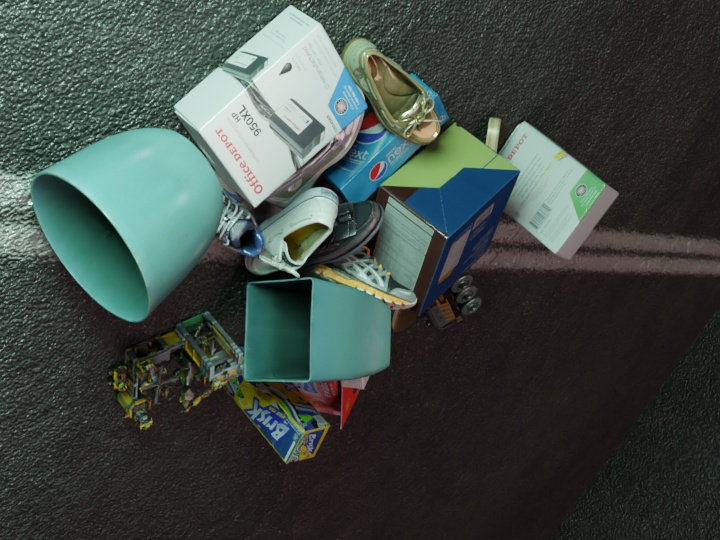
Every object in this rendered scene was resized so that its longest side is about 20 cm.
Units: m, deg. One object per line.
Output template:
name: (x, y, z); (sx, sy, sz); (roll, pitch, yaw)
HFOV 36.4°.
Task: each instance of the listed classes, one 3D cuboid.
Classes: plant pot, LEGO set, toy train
plant pot: (-0.052, 0.095, 1.611); (0.198, 0.140, 0.144); (9, 81, -48)
LEGO set: (-0.256, 0.163, 1.602); (0.198, 0.116, 0.155); (-17, 139, -40)
plant pot: (-0.256, -0.070, 1.270); (0.161, 0.199, 0.202); (-42, 152, -32)
toy train: (0.152, 0.041, 2.018); (0.113, 0.086, 0.200); (-32, 151, 0)

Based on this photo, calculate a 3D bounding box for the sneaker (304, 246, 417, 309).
sneaker: (0.000, 0.000, 1.678); (0.078, 0.197, 0.078); (128, -13, -75)

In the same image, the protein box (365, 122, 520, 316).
protein box: (0.120, -0.079, 1.713); (0.198, 0.134, 0.201); (-41, 160, -33)

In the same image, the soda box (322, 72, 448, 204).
soda box: (0.033, -0.189, 1.608); (0.200, 0.064, 0.068); (-45, 149, -4)

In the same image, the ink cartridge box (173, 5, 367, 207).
ink cartridge box: (-0.110, -0.202, 1.363); (0.200, 0.084, 0.145); (-42, 133, -7)

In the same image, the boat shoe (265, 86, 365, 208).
boat shoe: (-0.070, -0.173, 1.493); (0.202, 0.075, 0.064); (-48, 154, 15)

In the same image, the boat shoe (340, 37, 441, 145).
boat shoe: (0.050, -0.237, 1.508); (0.199, 0.063, 0.074); (38, 90, -36)

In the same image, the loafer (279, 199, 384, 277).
loafer: (-0.057, -0.050, 1.597); (0.198, 0.073, 0.063); (-28, 140, 29)

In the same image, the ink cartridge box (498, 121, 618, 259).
ink cartridge box: (0.322, -0.139, 1.896); (0.146, 0.200, 0.087); (-55, 152, 13)

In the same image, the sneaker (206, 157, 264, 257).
sneaker: (-0.181, -0.079, 1.448); (0.077, 0.085, 0.200); (-46, 149, 0)

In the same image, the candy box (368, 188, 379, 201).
candy box: (-0.005, -0.058, 1.751); (0.101, 0.026, 0.202); (-7, 131, -44)

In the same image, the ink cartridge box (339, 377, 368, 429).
ink cartridge box: (0.009, 0.141, 1.836); (0.201, 0.044, 0.179); (-61, 153, -59)

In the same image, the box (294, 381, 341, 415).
box: (-0.070, 0.144, 1.803); (0.201, 0.093, 0.104); (76, 27, -56)

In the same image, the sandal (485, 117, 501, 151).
sandal: (0.192, -0.158, 1.857); (0.078, 0.068, 0.215); (-60, 158, -64)

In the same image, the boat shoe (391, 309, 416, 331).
boat shoe: (0.079, 0.011, 1.896); (0.071, 0.066, 0.203); (-23, 138, -41)

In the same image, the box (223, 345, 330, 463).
box: (-0.138, 0.207, 1.719); (0.064, 0.200, 0.071); (-3, 130, -47)

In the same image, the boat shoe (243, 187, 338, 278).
boat shoe: (-0.099, -0.028, 1.528); (0.074, 0.087, 0.201); (28, 136, -30)
